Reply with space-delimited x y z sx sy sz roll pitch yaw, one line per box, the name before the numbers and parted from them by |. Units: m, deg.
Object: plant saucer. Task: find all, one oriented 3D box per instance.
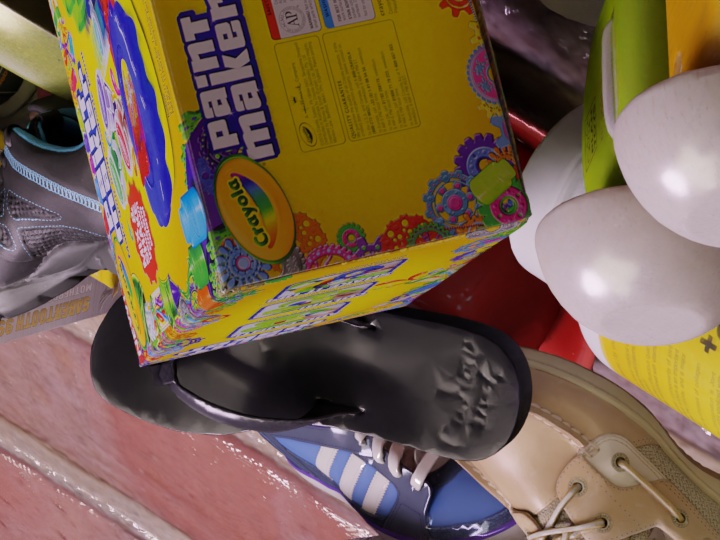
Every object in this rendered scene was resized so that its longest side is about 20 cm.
plant saucer | -0.156 -0.123 1.362 0.199 0.031 0.200 32 -169 -7

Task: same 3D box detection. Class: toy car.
toy car | 0.146 -0.074 1.058 0.149 0.176 0.200 5 155 -13

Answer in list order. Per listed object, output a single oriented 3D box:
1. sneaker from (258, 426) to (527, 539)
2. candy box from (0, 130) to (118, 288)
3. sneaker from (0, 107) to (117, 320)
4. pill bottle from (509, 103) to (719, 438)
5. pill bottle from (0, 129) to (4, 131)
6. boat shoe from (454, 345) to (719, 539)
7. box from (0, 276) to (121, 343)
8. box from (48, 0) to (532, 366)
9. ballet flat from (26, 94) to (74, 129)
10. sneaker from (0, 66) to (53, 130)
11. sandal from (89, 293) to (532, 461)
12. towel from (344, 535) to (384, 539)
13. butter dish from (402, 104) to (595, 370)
sneaker | 0.000 0.063 1.515 0.199 0.081 0.147 20 152 46
candy box | -0.199 -0.058 1.433 0.199 0.027 0.102 29 169 2
sneaker | -0.133 -0.032 1.326 0.199 0.073 0.082 -17 106 42
pill bottle | 0.156 0.009 1.176 0.200 0.112 0.112 33 154 36
pill bottle | -0.238 -0.101 1.546 0.199 0.111 0.111 34 153 15
boat shoe | 0.105 0.102 1.291 0.199 0.065 0.072 34 134 -11
box | -0.227 -0.015 1.576 0.158 0.199 0.049 26 116 32
box | -0.038 -0.084 1.156 0.193 0.121 0.201 140 116 -74
ballet flat | -0.099 -0.053 1.454 0.073 0.073 0.200 26 168 28
sneaker | -0.235 -0.140 1.438 0.199 0.081 0.086 26 -177 23
sandal | -0.027 0.038 1.268 0.199 0.043 0.077 4 103 22
towel | 0.070 0.178 1.525 0.199 0.048 0.171 18 -169 39
butter dish | 0.000 0.000 1.344 0.199 0.148 0.200 34 154 15
